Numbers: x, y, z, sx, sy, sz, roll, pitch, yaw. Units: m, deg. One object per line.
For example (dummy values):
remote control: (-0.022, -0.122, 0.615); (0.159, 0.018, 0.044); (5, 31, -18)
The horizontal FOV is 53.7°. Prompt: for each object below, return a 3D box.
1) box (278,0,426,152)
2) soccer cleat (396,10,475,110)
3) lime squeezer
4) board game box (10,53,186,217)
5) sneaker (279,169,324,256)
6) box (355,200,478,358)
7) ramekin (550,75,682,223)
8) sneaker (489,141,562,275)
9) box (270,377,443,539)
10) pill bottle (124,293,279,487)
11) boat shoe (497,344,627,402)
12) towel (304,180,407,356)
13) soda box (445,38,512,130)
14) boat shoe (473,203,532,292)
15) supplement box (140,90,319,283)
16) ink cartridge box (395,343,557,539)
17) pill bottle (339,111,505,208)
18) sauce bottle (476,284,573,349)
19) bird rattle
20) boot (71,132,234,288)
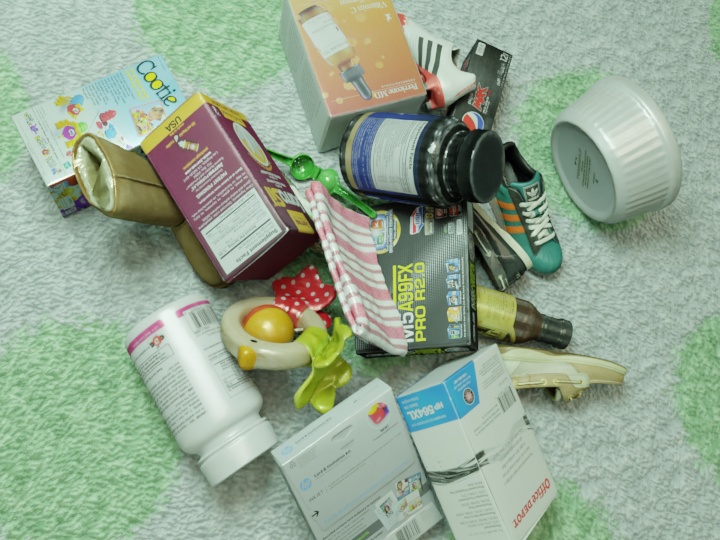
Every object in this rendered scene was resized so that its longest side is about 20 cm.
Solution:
box: (-0.016, -0.298, 1.017); (0.149, 0.106, 0.204); (-17, 78, -16)
soccer cleat: (0.100, -0.316, 1.044); (0.083, 0.069, 0.203); (-21, 55, -5)
lime squeezer: (-0.060, -0.132, 0.978); (0.197, 0.071, 0.038); (30, 88, -4)
board game box: (-0.320, -0.172, 0.915); (0.197, 0.103, 0.106); (-29, 81, -18)
sneaker: (-0.092, -0.051, 0.955); (0.200, 0.077, 0.089); (43, 81, 10)
box: (0.072, 0.008, 0.938); (0.156, 0.044, 0.205); (-5, 72, 21)
ramekin: (0.354, -0.161, 1.016); (0.093, 0.203, 0.206); (-27, 81, -7)
sneaker: (0.236, -0.090, 1.023); (0.070, 0.080, 0.203); (-25, 81, -18)
box: (0.001, 0.256, 0.841); (0.154, 0.041, 0.204); (-31, 115, -19)
pill bottle: (-0.186, 0.142, 0.846); (0.112, 0.114, 0.203); (-29, 81, -18)
boat shoe: (0.268, 0.145, 0.973); (0.195, 0.074, 0.068); (8, 85, -8)
towel: (0.000, 0.000, 0.864); (0.029, 0.146, 0.204); (-27, 66, 17)
soda box: (0.163, -0.233, 1.054); (0.062, 0.071, 0.204); (21, 71, -6)
boat shoe: (0.153, -0.059, 1.005); (0.067, 0.072, 0.201); (-42, 80, 5)
supplement box: (-0.155, -0.097, 0.871); (0.102, 0.131, 0.202); (-35, 82, 12)
ink cartridge box: (0.145, 0.214, 0.867); (0.145, 0.083, 0.204); (-19, 86, -53)
pill bottle: (0.077, -0.139, 0.902); (0.197, 0.112, 0.113); (13, 65, 38)
sauce bottle: (0.195, 0.064, 0.978); (0.195, 0.065, 0.066); (16, 71, -5)
bird rattle: (-0.088, 0.064, 0.852); (0.159, 0.115, 0.201); (1, 36, -26)
boot: (-0.239, -0.061, 0.851); (0.066, 0.199, 0.177); (-36, 75, 12)
